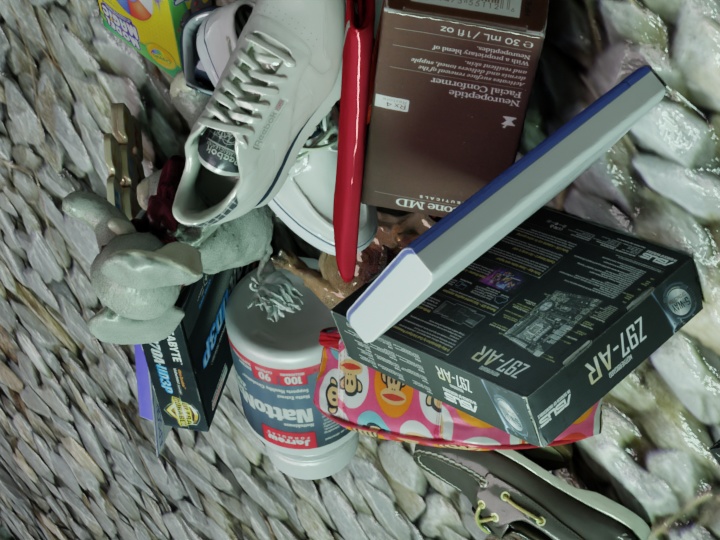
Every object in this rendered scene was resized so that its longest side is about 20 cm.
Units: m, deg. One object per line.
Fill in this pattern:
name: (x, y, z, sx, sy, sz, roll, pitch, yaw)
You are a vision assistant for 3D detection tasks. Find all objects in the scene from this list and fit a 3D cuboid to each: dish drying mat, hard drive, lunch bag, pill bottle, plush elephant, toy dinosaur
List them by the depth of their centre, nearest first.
hard drive: (0.087, -0.039, 1.058, 0.025, 0.200, 0.132, 50, 155, 4)
dish drying mat: (-0.006, -0.092, 1.134, 0.077, 0.018, 0.201, -93, 6, -49)
lunch bag: (0.082, 0.084, 1.290, 0.199, 0.175, 0.083, 8, 94, 48)
plush elephant: (-0.156, -0.025, 1.347, 0.201, 0.154, 0.165, 59, 145, 17)
toy dinosaur: (0.000, 0.000, 1.399, 0.136, 0.086, 0.200, 45, 155, 14)
pill bottle: (-0.052, 0.096, 1.575, 0.119, 0.119, 0.201, 36, 151, 32)

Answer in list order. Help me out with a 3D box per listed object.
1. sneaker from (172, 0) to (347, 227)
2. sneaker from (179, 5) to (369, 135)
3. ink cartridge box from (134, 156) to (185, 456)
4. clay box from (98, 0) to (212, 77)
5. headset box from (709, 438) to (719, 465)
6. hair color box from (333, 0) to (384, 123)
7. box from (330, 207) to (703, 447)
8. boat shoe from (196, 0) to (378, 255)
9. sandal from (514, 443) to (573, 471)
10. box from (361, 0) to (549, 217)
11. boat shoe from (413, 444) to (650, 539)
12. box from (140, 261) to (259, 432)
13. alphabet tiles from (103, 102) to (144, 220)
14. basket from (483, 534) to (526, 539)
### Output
sneaker: (-0.065, -0.114, 1.149, 0.076, 0.080, 0.201, 33, 120, 18)
sneaker: (-0.055, -0.125, 1.296, 0.200, 0.070, 0.108, 43, -167, 25)
ink cartridge box: (-0.173, 0.030, 1.575, 0.043, 0.200, 0.199, 6, 121, 12)
clay box: (-0.174, -0.241, 1.433, 0.115, 0.048, 0.201, 37, 150, 32)
headset box: (0.326, 0.161, 1.051, 0.201, 0.075, 0.149, 55, 155, -4)
hair color box: (-0.003, -0.196, 1.177, 0.101, 0.061, 0.200, 44, 153, 18)
box: (0.102, 0.025, 1.166, 0.200, 0.160, 0.044, 21, 141, 47)
boat shoe: (-0.050, -0.098, 1.226, 0.200, 0.073, 0.067, 54, 160, -7)
sandal: (0.087, 0.116, 1.429, 0.199, 0.055, 0.082, 9, 156, 43)
box: (0.058, -0.118, 1.111, 0.099, 0.075, 0.200, 9, 148, 2)
boat shoe: (0.126, 0.185, 1.374, 0.200, 0.061, 0.072, 25, 159, 11)
box: (-0.137, 0.014, 1.529, 0.046, 0.201, 0.160, 7, 139, 13)
alphabet tiles: (-0.211, -0.051, 1.630, 0.196, 0.014, 0.201, 71, -166, -80)
basket: (0.173, 0.336, 1.450, 0.199, 0.161, 0.199, 16, 135, 50)
